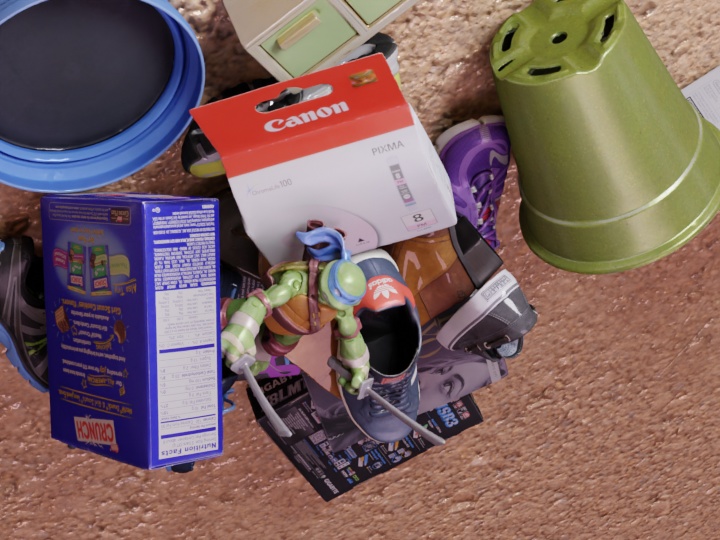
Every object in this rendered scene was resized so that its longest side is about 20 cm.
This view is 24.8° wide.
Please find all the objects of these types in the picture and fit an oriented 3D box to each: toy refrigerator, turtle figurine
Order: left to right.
[{"bbox_3d":[-0.065,0.072,1.315,0.143,0.202,0.193,-21,-174,-36],"label":"turtle figurine"},{"bbox_3d":[-0.001,-0.229,1.254,0.199,0.070,0.076,-35,141,13],"label":"toy refrigerator"}]

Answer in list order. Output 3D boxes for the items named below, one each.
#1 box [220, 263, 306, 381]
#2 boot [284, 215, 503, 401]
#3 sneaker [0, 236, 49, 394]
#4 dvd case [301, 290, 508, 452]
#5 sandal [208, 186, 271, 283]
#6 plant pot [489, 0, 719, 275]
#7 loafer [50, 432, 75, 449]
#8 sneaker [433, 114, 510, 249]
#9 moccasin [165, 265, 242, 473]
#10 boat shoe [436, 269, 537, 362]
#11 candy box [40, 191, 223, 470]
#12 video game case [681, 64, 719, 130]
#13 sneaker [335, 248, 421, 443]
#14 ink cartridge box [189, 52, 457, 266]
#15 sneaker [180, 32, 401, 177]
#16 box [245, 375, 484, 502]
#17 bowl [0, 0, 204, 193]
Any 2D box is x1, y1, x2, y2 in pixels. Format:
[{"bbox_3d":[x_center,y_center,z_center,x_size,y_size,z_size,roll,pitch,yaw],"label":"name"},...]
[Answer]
[{"bbox_3d":[-0.131,0.035,1.484,0.198,0.036,0.144,-3,119,-23],"label":"box"},{"bbox_3d":[0.000,0.000,1.433,0.200,0.069,0.188,-41,128,6],"label":"boot"},{"bbox_3d":[-0.270,0.041,1.414,0.082,0.071,0.200,-17,140,8],"label":"sneaker"},{"bbox_3d":[0.046,0.098,1.623,0.198,0.016,0.149,-24,140,-5],"label":"dvd case"},{"bbox_3d":[-0.063,-0.002,1.440,0.082,0.055,0.200,-44,122,-3],"label":"sandal"},{"bbox_3d":[0.196,-0.133,1.398,0.199,0.201,0.191,-29,129,5],"label":"plant pot"},{"bbox_3d":[-0.222,0.055,1.402,0.063,0.072,0.201,28,99,-10],"label":"loafer"},{"bbox_3d":[0.107,-0.058,1.497,0.080,0.084,0.201,-12,139,-17],"label":"sneaker"},{"bbox_3d":[-0.138,0.092,1.439,0.067,0.081,0.202,2,118,-13],"label":"moccasin"},{"bbox_3d":[0.122,0.052,1.487,0.070,0.066,0.200,-41,175,-16],"label":"boat shoe"},{"bbox_3d":[-0.180,0.042,1.280,0.076,0.168,0.202,-4,96,-37],"label":"candy box"},{"bbox_3d":[0.396,-0.121,1.484,0.180,0.201,0.045,-33,145,11],"label":"video game case"},{"bbox_3d":[0.020,0.084,1.401,0.074,0.085,0.201,-19,127,-10],"label":"sneaker"},{"bbox_3d":[-0.025,-0.077,1.287,0.161,0.058,0.200,-15,154,11],"label":"ink cartridge box"},{"bbox_3d":[-0.050,-0.114,1.341,0.198,0.078,0.091,-23,130,-2],"label":"sneaker"},{"bbox_3d":[0.008,0.140,1.699,0.197,0.050,0.200,-29,141,4],"label":"box"},{"bbox_3d":[-0.220,-0.145,1.256,0.199,0.040,0.202,-15,140,-13],"label":"bowl"}]
